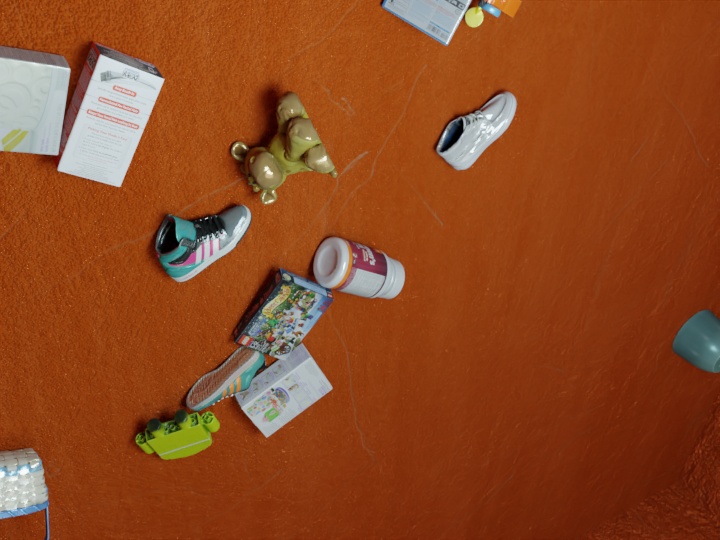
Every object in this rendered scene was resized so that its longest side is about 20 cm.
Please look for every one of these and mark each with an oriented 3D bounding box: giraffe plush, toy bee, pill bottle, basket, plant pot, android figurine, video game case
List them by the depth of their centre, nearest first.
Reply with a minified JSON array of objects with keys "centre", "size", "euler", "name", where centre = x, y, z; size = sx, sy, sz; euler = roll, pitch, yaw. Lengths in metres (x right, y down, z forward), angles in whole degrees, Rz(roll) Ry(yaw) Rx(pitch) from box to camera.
[{"centre":[0.144,-0.530,1.362],"size":[0.202,0.142,0.018],"euler":[-61,174,20],"name":"video game case"},{"centre":[-0.148,-0.212,1.404],"size":[0.160,0.175,0.200],"euler":[-29,171,2],"name":"giraffe plush"},{"centre":[0.236,-0.542,1.447],"size":[0.132,0.108,0.200],"euler":[-53,161,1],"name":"toy bee"},{"centre":[-0.702,0.461,1.508],"size":[0.174,0.138,0.204],"euler":[4,91,-37],"name":"basket"},{"centre":[0.000,0.000,1.684],"size":[0.198,0.110,0.111],"euler":[15,114,-42],"name":"pill bottle"},{"centre":[-0.404,0.369,1.705],"size":[0.179,0.042,0.201],"euler":[-18,150,-4],"name":"android figurine"},{"centre":[1.270,0.273,2.776],"size":[0.198,0.161,0.203],"euler":[-20,133,-22],"name":"plant pot"}]

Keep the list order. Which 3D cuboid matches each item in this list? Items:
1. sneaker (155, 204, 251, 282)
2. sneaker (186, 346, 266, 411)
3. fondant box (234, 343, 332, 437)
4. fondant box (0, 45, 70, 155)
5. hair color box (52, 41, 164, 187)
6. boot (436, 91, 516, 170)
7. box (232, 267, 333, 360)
[{"centre":[-0.307,-0.074,1.430],"size":[0.199,0.084,0.121],"euler":[-40,146,0],"name":"sneaker"},{"centre":[-0.293,0.253,1.702],"size":[0.199,0.071,0.080],"euler":[-38,133,-6],"name":"sneaker"},{"centre":[-0.181,0.285,1.807],"size":[0.199,0.058,0.145],"euler":[-36,137,-8],"name":"fondant box"},{"centre":[-0.544,-0.255,1.129],"size":[0.197,0.058,0.146],"euler":[0,123,-34],"name":"fondant box"},{"centre":[-0.408,-0.248,1.229],"size":[0.110,0.064,0.202],"euler":[13,116,-40],"name":"hair color box"},{"centre":[0.248,-0.311,1.640],"size":[0.201,0.074,0.095],"euler":[-53,143,13],"name":"boot"},{"centre":[-0.168,0.099,1.649],"size":[0.135,0.038,0.201],"euler":[22,120,-32],"name":"box"}]
